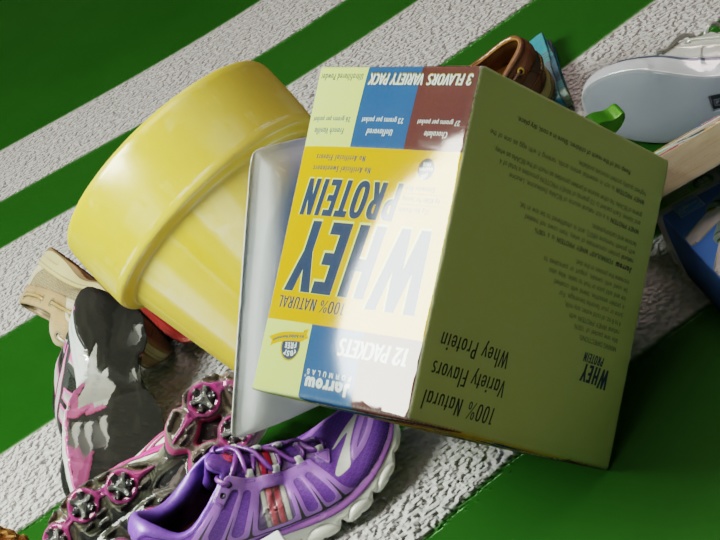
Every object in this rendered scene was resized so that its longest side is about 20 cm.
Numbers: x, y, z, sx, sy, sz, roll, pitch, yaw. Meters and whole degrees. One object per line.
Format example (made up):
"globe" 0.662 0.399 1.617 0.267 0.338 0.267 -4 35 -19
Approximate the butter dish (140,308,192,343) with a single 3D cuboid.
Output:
"butter dish" -0.128 -0.061 1.402 0.199 0.149 0.200 -35 30 -13

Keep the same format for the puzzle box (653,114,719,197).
"puzzle box" 0.230 -0.080 1.170 0.132 0.026 0.200 -29 0 -6

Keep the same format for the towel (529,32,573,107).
"towel" 0.090 -0.145 1.489 0.198 0.022 0.147 -22 29 9

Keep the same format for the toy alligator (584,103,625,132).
"toy alligator" 0.111 -0.061 1.220 0.200 0.054 0.059 -42 47 7

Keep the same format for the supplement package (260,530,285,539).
"supplement package" -0.059 0.262 0.863 0.155 0.112 0.200 -30 30 -6

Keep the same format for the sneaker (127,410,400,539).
"sneaker" -0.062 0.141 1.089 0.199 0.084 0.081 -32 30 -12

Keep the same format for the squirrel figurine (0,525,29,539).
"squirrel figurine" -0.264 0.205 1.044 0.198 0.188 0.142 -18 30 15

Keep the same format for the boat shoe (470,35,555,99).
"boat shoe" 0.072 -0.126 1.399 0.199 0.068 0.072 -38 49 -2

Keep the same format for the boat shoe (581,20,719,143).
"boat shoe" 0.277 -0.160 1.306 0.200 0.075 0.086 -8 34 27

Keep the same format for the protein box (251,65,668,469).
"protein box" 0.065 0.000 1.015 0.134 0.197 0.202 6 82 45

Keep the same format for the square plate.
"square plate" 0.000 0.000 1.093 0.028 0.200 0.199 26 30 38

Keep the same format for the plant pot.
"plant pot" -0.082 -0.018 1.219 0.201 0.189 0.201 -43 -9 -8

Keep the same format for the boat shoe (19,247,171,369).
"boat shoe" -0.228 0.046 1.403 0.065 0.071 0.199 -53 38 -6

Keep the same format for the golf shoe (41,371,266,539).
"golf shoe" -0.138 0.155 1.162 0.200 0.073 0.092 -41 -13 -1

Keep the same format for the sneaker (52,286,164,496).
"sneaker" -0.200 0.115 1.269 0.201 0.080 0.087 -94 28 -45

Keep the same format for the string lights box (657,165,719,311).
"string lights box" 0.277 -0.008 1.073 0.102 0.059 0.200 -30 28 1
